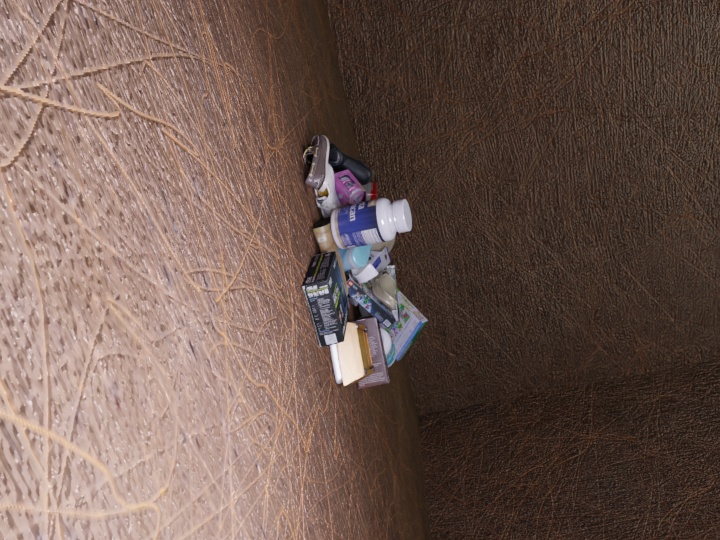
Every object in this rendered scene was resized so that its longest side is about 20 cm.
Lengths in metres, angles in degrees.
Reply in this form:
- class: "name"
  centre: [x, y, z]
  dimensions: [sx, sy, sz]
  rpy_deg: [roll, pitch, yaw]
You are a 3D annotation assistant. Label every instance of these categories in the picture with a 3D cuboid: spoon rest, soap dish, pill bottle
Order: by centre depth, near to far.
- class: "soap dish"
  centre: [-0.021, 0.211, 1.388]
  dimensions: [0.200, 0.079, 0.161]
  rpy_deg: [41, 38, -77]
- class: "pill bottle"
  centre: [0.030, -0.126, 1.394]
  dimensions: [0.111, 0.195, 0.114]
  rpy_deg: [-9, 90, -71]
- class: "spoon rest"
  centre: [0.000, 0.000, 1.593]
  dimensions: [0.100, 0.060, 0.200]
  rpy_deg: [51, -5, -11]
- class: "pill bottle"
  centre: [0.061, 0.267, 1.867]
  dimensions: [0.201, 0.108, 0.113]
  rpy_deg: [64, 16, -63]

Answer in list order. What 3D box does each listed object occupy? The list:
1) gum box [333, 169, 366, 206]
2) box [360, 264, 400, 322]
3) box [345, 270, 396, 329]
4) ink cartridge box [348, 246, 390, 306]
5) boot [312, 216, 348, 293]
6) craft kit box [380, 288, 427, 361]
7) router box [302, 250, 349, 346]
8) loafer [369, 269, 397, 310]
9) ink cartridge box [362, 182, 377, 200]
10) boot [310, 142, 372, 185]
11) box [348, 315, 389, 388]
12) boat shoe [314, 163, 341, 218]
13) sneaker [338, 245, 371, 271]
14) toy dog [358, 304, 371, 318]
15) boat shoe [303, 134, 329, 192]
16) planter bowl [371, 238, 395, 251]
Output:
- class: "gum box"
  centre: [-0.039, -0.192, 1.610]
  dimensions: [0.114, 0.065, 0.203]
  rpy_deg: [52, -27, 36]
- class: "box"
  centre: [0.062, 0.088, 1.934]
  dimensions: [0.049, 0.156, 0.205]
  rpy_deg: [-6, 90, -44]
- class: "box"
  centre: [0.016, 0.075, 1.612]
  dimensions: [0.200, 0.038, 0.137]
  rpy_deg: [43, 9, -21]
- class: "ink cartridge box"
  centre: [0.022, 0.011, 1.742]
  dimensions: [0.039, 0.201, 0.100]
  rpy_deg: [31, -18, 27]
- class: "boot"
  centre: [-0.074, -0.037, 1.458]
  dimensions: [0.175, 0.065, 0.204]
  rpy_deg: [-52, 130, -66]
- class: "craft kit box"
  centre: [0.126, 0.190, 1.960]
  dimensions: [0.197, 0.202, 0.048]
  rpy_deg: [44, 34, 22]
- class: "router box"
  centre: [-0.076, 0.061, 1.252]
  dimensions: [0.201, 0.061, 0.153]
  rpy_deg: [-84, 160, -69]
- class: "loafer"
  centre: [0.075, 0.050, 1.646]
  dimensions: [0.075, 0.068, 0.201]
  rpy_deg: [41, 10, -26]
- class: "ink cartridge box"
  centre: [-0.005, -0.242, 1.748]
  dimensions: [0.117, 0.195, 0.069]
  rpy_deg: [-90, -177, -61]
- class: "boot"
  centre: [-0.058, -0.329, 1.655]
  dimensions: [0.078, 0.197, 0.168]
  rpy_deg: [-61, 180, 8]
- class: "box"
  centre: [0.023, 0.246, 1.631]
  dimensions: [0.075, 0.098, 0.205]
  rpy_deg: [-21, 100, -83]
- class: "boat shoe"
  centre: [-0.101, -0.204, 1.537]
  dimensions: [0.070, 0.070, 0.205]
  rpy_deg: [-30, 115, -54]
- class: "sneaker"
  centre: [-0.024, -0.080, 1.567]
  dimensions: [0.080, 0.129, 0.202]
  rpy_deg: [46, 47, -26]
- class: "toy dog"
  centre: [0.034, 0.110, 1.885]
  dimensions: [0.095, 0.131, 0.205]
  rpy_deg: [12, 66, -36]
- class: "boat shoe"
  centre: [-0.123, -0.301, 1.453]
  dimensions: [0.072, 0.058, 0.204]
  rpy_deg: [-49, -144, 45]
- class: "planter bowl"
  centre: [0.001, -0.118, 1.784]
  dimensions: [0.134, 0.196, 0.205]
  rpy_deg: [-25, 105, -58]
